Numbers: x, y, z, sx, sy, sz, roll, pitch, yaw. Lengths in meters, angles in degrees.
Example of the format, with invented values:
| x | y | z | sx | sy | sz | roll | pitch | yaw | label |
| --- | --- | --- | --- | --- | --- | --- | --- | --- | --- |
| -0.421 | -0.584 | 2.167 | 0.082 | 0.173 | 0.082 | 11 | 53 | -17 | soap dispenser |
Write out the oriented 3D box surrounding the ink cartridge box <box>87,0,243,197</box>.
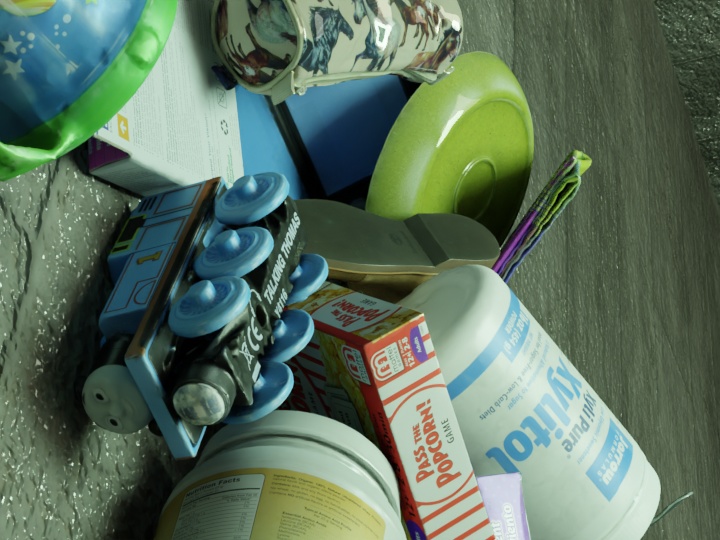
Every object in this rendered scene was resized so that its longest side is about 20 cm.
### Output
| x | y | z | sx | sy | sz | roll | pitch | yaw | label |
| --- | --- | --- | --- | --- | --- | --- | --- | --- | --- |
| -0.133 | -0.145 | 1.034 | 0.200 | 0.043 | 0.198 | 26 | 56 | -66 | ink cartridge box |

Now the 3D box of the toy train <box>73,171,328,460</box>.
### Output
| x | y | z | sx | sy | sz | roll | pitch | yaw | label |
| --- | --- | --- | --- | --- | --- | --- | --- | --- | --- |
| -0.089 | 0.021 | 0.954 | 0.201 | 0.113 | 0.087 | -74 | 144 | -55 | toy train |

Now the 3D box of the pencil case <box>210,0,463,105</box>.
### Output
| x | y | z | sx | sy | sz | roll | pitch | yaw | label |
| --- | --- | --- | --- | --- | --- | --- | --- | --- | --- |
| -0.011 | -0.156 | 1.131 | 0.199 | 0.077 | 0.090 | -12 | 89 | -52 | pencil case |

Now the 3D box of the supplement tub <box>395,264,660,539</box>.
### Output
| x | y | z | sx | sy | sz | roll | pitch | yaw | label |
| --- | --- | --- | --- | --- | --- | --- | --- | --- | --- |
| 0.096 | 0.108 | 1.167 | 0.200 | 0.132 | 0.132 | 48 | 29 | -18 | supplement tub |

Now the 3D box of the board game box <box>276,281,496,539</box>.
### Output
| x | y | z | sx | sy | sz | roll | pitch | yaw | label |
| --- | --- | --- | --- | --- | --- | --- | --- | --- | --- |
| -0.007 | 0.084 | 1.069 | 0.200 | 0.046 | 0.153 | 17 | -51 | 59 | board game box |

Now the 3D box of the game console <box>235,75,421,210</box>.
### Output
| x | y | z | sx | sy | sz | roll | pitch | yaw | label |
| --- | --- | --- | --- | --- | --- | --- | --- | --- | --- |
| -0.021 | -0.085 | 1.226 | 0.201 | 0.170 | 0.118 | 66 | -4 | -34 | game console |

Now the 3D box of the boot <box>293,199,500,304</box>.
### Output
| x | y | z | sx | sy | sz | roll | pitch | yaw | label |
| --- | --- | --- | --- | --- | --- | --- | --- | --- | --- |
| 0.000 | 0.000 | 1.202 | 0.199 | 0.076 | 0.074 | 7 | 39 | -31 | boot |

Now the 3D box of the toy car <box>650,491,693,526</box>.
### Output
| x | y | z | sx | sy | sz | roll | pitch | yaw | label |
| --- | --- | --- | --- | --- | --- | --- | --- | --- | --- |
| 0.154 | 0.192 | 1.350 | 0.164 | 0.198 | 0.159 | 171 | -93 | -69 | toy car |

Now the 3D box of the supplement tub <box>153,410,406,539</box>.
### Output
| x | y | z | sx | sy | sz | roll | pitch | yaw | label |
| --- | --- | --- | --- | --- | --- | --- | --- | --- | --- |
| -0.050 | 0.187 | 0.926 | 0.201 | 0.143 | 0.145 | -76 | 149 | -51 | supplement tub |

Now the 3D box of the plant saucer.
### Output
| x | y | z | sx | sy | sz | roll | pitch | yaw | label |
| --- | --- | --- | --- | --- | --- | --- | --- | --- | --- |
| 0.075 | -0.063 | 1.299 | 0.200 | 0.031 | 0.201 | -33 | 135 | -41 | plant saucer |

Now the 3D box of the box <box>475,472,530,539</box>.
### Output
| x | y | z | sx | sy | sz | roll | pitch | yaw | label |
| --- | --- | --- | --- | --- | --- | --- | --- | --- | --- |
| 0.044 | 0.217 | 1.119 | 0.039 | 0.200 | 0.138 | -1 | 74 | -33 | box |

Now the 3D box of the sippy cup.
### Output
| x | y | z | sx | sy | sz | roll | pitch | yaw | label |
| --- | --- | --- | --- | --- | --- | --- | --- | --- | --- |
| -0.174 | -0.136 | 0.792 | 0.130 | 0.140 | 0.178 | 45 | -2 | -42 | sippy cup |

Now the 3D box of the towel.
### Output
| x | y | z | sx | sy | sz | roll | pitch | yaw | label |
| --- | --- | --- | --- | --- | --- | --- | --- | --- | --- |
| 0.111 | -0.003 | 1.307 | 0.023 | 0.201 | 0.144 | 35 | 11 | 3 | towel |
